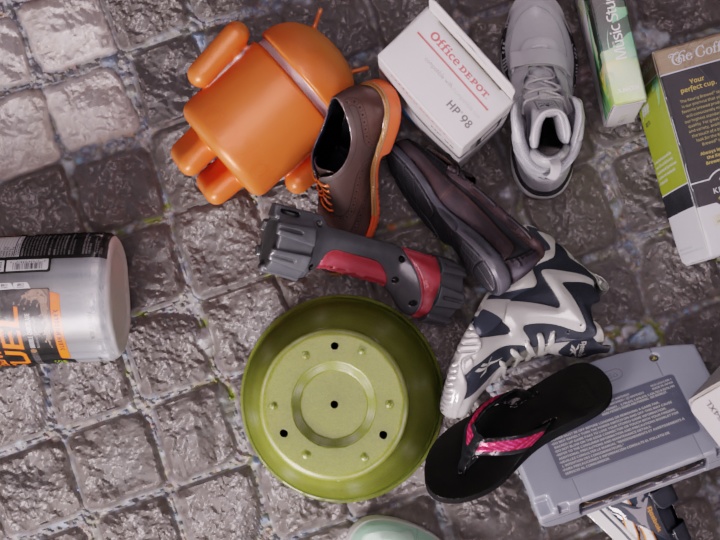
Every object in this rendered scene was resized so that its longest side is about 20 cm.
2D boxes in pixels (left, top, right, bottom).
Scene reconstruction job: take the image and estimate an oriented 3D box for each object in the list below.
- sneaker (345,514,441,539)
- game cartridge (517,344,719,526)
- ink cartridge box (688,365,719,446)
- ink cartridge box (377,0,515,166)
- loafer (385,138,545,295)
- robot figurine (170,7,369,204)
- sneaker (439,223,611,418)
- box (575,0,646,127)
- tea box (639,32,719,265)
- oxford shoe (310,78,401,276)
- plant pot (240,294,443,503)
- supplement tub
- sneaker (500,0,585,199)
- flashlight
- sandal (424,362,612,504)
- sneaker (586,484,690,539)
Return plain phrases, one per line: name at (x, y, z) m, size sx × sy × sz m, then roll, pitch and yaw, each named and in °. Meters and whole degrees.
sneaker at (0.071, 0.299, 1.395) m, size 0.200 × 0.118 × 0.074 m, roll 36°, pitch 90°, yaw 4°
game cartridge at (0.236, 0.145, 1.394) m, size 0.199 × 0.042 × 0.134 m, roll -19°, pitch 49°, yaw -1°
ink cartridge box at (0.410, 0.110, 1.363) m, size 0.146 × 0.084 × 0.200 m, roll 50°, pitch 49°, yaw 2°
ink cartridge box at (0.076, -0.167, 1.380) m, size 0.067 × 0.200 × 0.116 m, roll -42°, pitch 86°, yaw -1°
loafer at (0.097, -0.059, 1.419) m, size 0.063 × 0.072 × 0.200 m, roll -29°, pitch 55°, yaw -13°
robot figurine at (-0.086, -0.151, 1.428) m, size 0.200 × 0.117 × 0.144 m, roll -43°, pitch 75°, yaw 0°
sneaker at (0.165, 0.069, 1.416) m, size 0.129 × 0.080 × 0.200 m, roll 27°, pitch 68°, yaw 6°
box at (0.225, -0.241, 1.408) m, size 0.036 × 0.144 × 0.202 m, roll -14°, pitch 86°, yaw 5°
tea box at (0.379, -0.126, 1.402) m, size 0.198 × 0.134 × 0.198 m, roll -14°, pitch 87°, yaw 0°
oxford shoe at (-0.023, -0.083, 1.409) m, size 0.071 × 0.072 × 0.201 m, roll 33°, pitch 123°, yaw 37°
plant pot at (-0.021, 0.118, 1.371) m, size 0.199 × 0.193 × 0.202 m, roll 0°, pitch 86°, yaw 2°
supplement tub at (-0.323, 0.028, 1.420) m, size 0.198 × 0.123 × 0.124 m, roll -3°, pitch 87°, yaw 2°
sneaker at (0.174, -0.172, 1.420) m, size 0.074 × 0.115 × 0.202 m, roll -2°, pitch 87°, yaw 1°
flashlight at (0.000, 0.000, 1.400) m, size 0.199 × 0.068 × 0.068 m, roll 13°, pitch 43°, yaw -25°
sandal at (0.139, 0.138, 1.370) m, size 0.199 × 0.045 × 0.075 m, roll -31°, pitch 56°, yaw -10°
sneaker at (0.270, 0.230, 1.413) m, size 0.200 × 0.078 × 0.079 m, roll 44°, pitch 94°, yaw 5°
